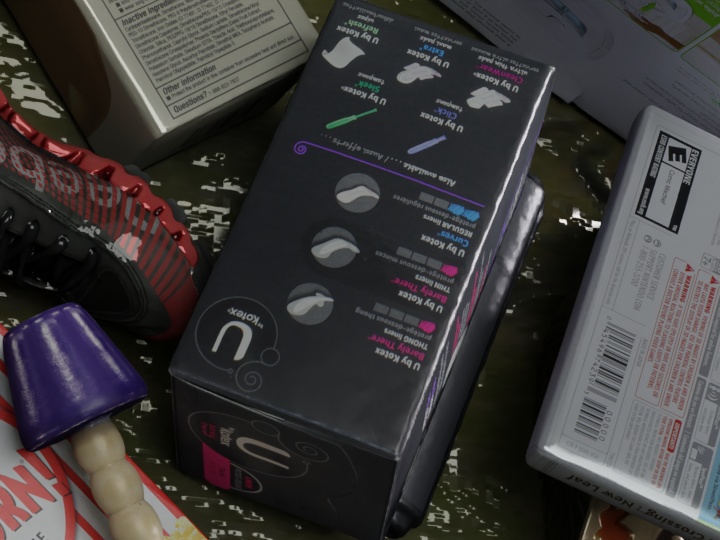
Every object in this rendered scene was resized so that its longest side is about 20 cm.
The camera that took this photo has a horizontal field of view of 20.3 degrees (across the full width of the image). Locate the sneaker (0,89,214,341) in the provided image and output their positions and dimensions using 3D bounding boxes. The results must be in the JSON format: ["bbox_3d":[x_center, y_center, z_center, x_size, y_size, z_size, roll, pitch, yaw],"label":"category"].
[{"bbox_3d":[-0.154,-0.025,0.862,0.200,0.071,0.098,39,39,-7],"label":"sneaker"}]

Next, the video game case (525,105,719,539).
[{"bbox_3d":[0.185,0.040,0.932,0.182,0.022,0.200,25,59,-6],"label":"video game case"}]

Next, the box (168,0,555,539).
[{"bbox_3d":[0.000,0.000,0.890,0.106,0.122,0.200,20,64,6],"label":"box"}]

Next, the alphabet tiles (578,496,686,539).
[{"bbox_3d":[0.180,0.128,0.954,0.166,0.006,0.200,23,79,-21],"label":"alphabet tiles"}]

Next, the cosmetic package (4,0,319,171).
[{"bbox_3d":[-0.115,-0.154,0.931,0.105,0.071,0.200,-28,87,-30],"label":"cosmetic package"}]

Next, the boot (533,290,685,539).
[{"bbox_3d":[0.187,0.100,0.998,0.200,0.066,0.175,2,85,-23],"label":"boot"}]

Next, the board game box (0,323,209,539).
[{"bbox_3d":[-0.156,0.128,0.837,0.200,0.046,0.152,46,61,-5],"label":"board game box"}]

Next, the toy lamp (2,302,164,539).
[{"bbox_3d":[-0.089,0.109,0.817,0.058,0.058,0.200,-23,87,-29],"label":"toy lamp"}]

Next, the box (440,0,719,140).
[{"bbox_3d":[0.148,-0.156,0.994,0.200,0.176,0.097,35,63,-11],"label":"box"}]

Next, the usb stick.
[{"bbox_3d":[0.037,0.031,0.965,0.055,0.033,0.200,29,65,-12],"label":"usb stick"}]
